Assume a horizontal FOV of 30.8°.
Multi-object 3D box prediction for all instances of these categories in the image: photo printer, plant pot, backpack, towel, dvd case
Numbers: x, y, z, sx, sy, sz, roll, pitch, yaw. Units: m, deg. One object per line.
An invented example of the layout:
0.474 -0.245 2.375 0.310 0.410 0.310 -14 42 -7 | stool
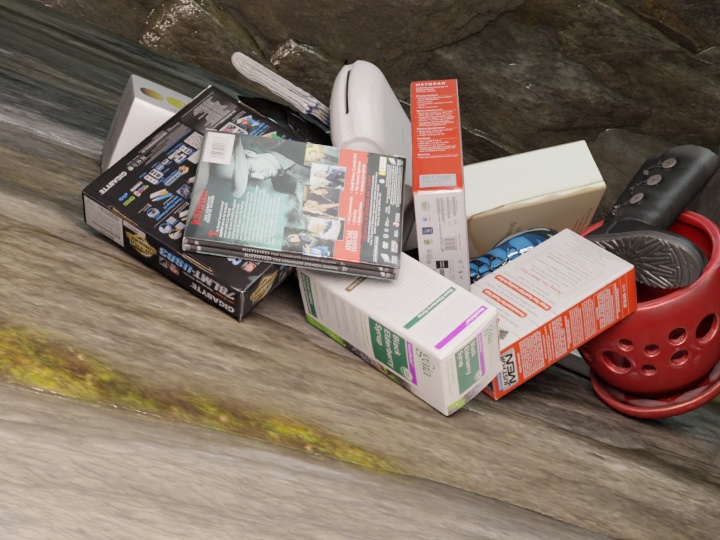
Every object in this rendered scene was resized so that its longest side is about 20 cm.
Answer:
0.025 -0.148 1.603 0.167 0.069 0.201 -89 153 -47 | photo printer
0.338 0.053 1.517 0.200 0.200 0.184 38 -24 54 | plant pot
-0.111 -0.136 1.673 0.175 0.154 0.200 25 17 -28 | backpack
-0.073 -0.214 1.692 0.146 0.024 0.200 35 3 26 | towel
-0.058 -0.064 1.219 0.198 0.022 0.147 8 49 -5 | dvd case

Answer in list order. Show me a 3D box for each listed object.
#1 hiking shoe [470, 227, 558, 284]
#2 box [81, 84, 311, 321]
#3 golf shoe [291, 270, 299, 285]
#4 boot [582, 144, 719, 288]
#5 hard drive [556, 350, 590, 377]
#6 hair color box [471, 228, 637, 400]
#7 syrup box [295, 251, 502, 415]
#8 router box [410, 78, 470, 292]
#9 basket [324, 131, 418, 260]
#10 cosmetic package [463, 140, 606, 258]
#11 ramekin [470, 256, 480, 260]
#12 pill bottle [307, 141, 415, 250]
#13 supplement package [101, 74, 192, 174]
0.143 0.018 1.477 0.075 0.199 0.087 61 19 -2 | hiking shoe
-0.130 -0.071 1.258 0.198 0.050 0.200 31 53 17 | box
0.000 0.000 1.433 0.199 0.089 0.077 27 9 10 | golf shoe
0.350 -0.066 1.460 0.164 0.066 0.200 8 39 44 | boot
0.260 0.098 1.696 0.198 0.026 0.132 24 10 -5 | hard drive
0.182 0.043 1.377 0.199 0.064 0.111 -28 37 -22 | hair color box
0.035 0.043 1.229 0.081 0.079 0.199 -36 48 -25 | syrup box
0.082 -0.057 1.305 0.048 0.201 0.180 -4 41 5 | router box
0.016 -0.084 1.778 0.180 0.137 0.200 28 8 -46 | basket
0.172 -0.078 1.514 0.198 0.104 0.074 -14 63 -13 | cosmetic package
0.163 0.006 1.628 0.200 0.095 0.203 12 18 -4 | ramekin
-0.048 -0.071 1.373 0.199 0.114 0.113 24 10 12 | pill bottle
-0.246 -0.156 1.591 0.113 0.110 0.200 20 11 -16 | supplement package
